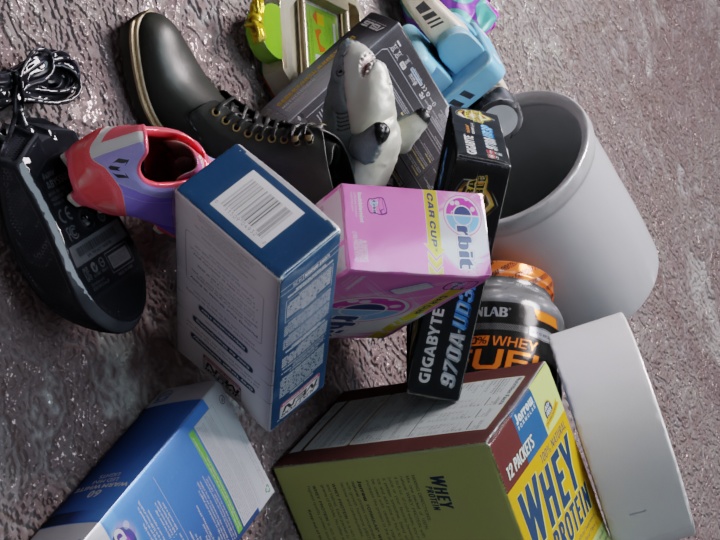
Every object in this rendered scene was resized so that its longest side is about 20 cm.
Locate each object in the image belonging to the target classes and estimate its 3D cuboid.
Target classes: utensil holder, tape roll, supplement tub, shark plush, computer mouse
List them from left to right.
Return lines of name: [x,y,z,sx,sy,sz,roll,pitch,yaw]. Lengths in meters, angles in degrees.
computer mouse: [-0.209,-0.046,1.113,0.201,0.052,0.138,67,25,-5]
shark plush: [-0.019,-0.081,1.312,0.083,0.201,0.091,35,38,15]
supplement tub: [0.128,0.101,1.530,0.122,0.122,0.201,35,52,-48]
utensil holder: [0.186,-0.048,1.632,0.200,0.169,0.171,52,41,-40]
tape roll: [0.224,0.142,1.420,0.202,0.070,0.204,-17,90,-85]

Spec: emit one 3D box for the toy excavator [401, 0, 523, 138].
toy excavator: [0.068,-0.204,1.473,0.200,0.194,0.100,40,19,-34]

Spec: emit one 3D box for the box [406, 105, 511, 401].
box: [0.076,-0.017,1.334,0.159,0.046,0.201,-86,-173,-70]

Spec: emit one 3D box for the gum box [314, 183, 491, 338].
gum box: [0.000,0.000,1.240,0.113,0.200,0.067,3,73,-24]

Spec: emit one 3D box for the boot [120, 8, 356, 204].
boot: [-0.085,-0.116,1.244,0.201,0.138,0.078,63,35,-22]

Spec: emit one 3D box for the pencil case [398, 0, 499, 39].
pencil case: [0.068,-0.313,1.587,0.085,0.092,0.201,-128,-159,-82]

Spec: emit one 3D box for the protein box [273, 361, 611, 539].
protein box: [0.073,0.202,1.339,0.135,0.199,0.200,-44,117,-53]

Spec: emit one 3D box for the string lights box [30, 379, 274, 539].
string lights box: [-0.143,0.175,1.138,0.200,0.059,0.103,-51,123,-51]

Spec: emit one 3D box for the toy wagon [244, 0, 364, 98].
toy wagon: [-0.045,-0.192,1.424,0.200,0.039,0.156,13,69,-55]

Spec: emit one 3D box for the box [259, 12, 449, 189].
box: [0.011,-0.090,1.396,0.158,0.048,0.200,-43,124,-11]

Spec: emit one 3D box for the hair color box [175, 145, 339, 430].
hair color box: [-0.074,0.016,1.147,0.060,0.100,0.200,-39,157,-27]

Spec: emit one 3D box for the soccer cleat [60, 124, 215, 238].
soccer cleat: [-0.123,-0.062,1.143,0.200,0.076,0.067,13,63,-58]
